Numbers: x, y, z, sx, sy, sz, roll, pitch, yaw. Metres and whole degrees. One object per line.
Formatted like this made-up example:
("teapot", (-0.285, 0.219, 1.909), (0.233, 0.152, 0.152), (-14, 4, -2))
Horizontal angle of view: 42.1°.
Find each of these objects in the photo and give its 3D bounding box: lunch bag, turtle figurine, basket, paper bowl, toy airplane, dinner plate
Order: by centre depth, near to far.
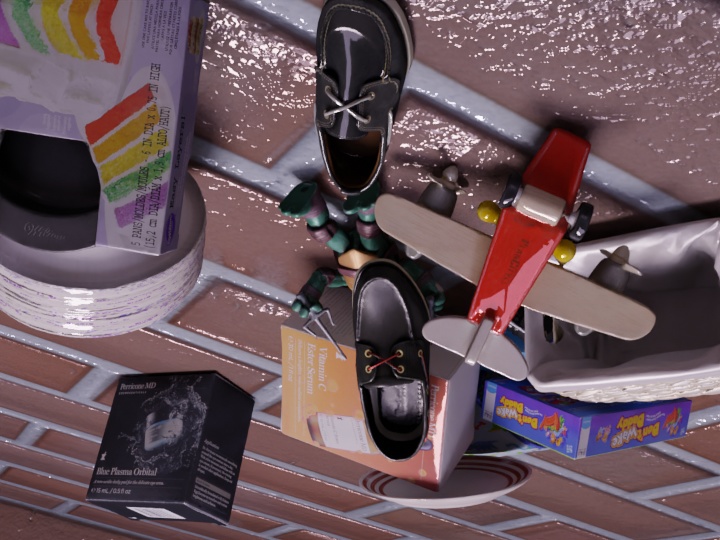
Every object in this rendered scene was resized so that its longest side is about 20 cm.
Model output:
("paper bowl", (-0.234, -0.049, 0.810), (0.199, 0.201, 0.105), (12, 134, -2))
("toy airplane", (0.134, -0.009, 0.813), (0.198, 0.141, 0.201), (-19, 109, 25))
("basket", (0.268, 0.047, 0.871), (0.199, 0.137, 0.123), (-11, 158, 34))
("turtle figurine", (0.000, 0.000, 0.923), (0.149, 0.101, 0.201), (-15, 130, 9))
("dinner plate", (0.097, 0.243, 1.069), (0.199, 0.024, 0.200), (-3, -179, 0))
("lunch bag", (0.141, 0.174, 1.172), (0.169, 0.128, 0.200), (-15, 133, 40))

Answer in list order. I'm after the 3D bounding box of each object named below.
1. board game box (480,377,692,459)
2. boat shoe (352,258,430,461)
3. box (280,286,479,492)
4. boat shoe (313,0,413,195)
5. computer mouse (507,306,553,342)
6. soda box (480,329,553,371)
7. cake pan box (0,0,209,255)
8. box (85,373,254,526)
("board game box", (0.252, 0.153, 1.039), (0.199, 0.045, 0.134), (0, -168, -38))
("boat shoe", (0.032, 0.087, 0.885), (0.073, 0.063, 0.203), (-4, 115, 9))
("box", (0.022, 0.124, 1.028), (0.199, 0.106, 0.153), (16, 122, 23))
("boat shoe", (-0.001, -0.133, 0.711), (0.071, 0.068, 0.200), (11, 151, 4))
("computer mouse", (0.210, 0.071, 0.980), (0.200, 0.059, 0.034), (37, 157, -1))
("soda box", (0.236, 0.084, 1.034), (0.199, 0.065, 0.068), (8, 153, 5))
("cake pan box", (-0.218, -0.116, 0.694), (0.183, 0.201, 0.052), (11, -172, 5))
("box", (-0.288, 0.273, 1.429), (0.196, 0.201, 0.117), (-6, 149, 28))
